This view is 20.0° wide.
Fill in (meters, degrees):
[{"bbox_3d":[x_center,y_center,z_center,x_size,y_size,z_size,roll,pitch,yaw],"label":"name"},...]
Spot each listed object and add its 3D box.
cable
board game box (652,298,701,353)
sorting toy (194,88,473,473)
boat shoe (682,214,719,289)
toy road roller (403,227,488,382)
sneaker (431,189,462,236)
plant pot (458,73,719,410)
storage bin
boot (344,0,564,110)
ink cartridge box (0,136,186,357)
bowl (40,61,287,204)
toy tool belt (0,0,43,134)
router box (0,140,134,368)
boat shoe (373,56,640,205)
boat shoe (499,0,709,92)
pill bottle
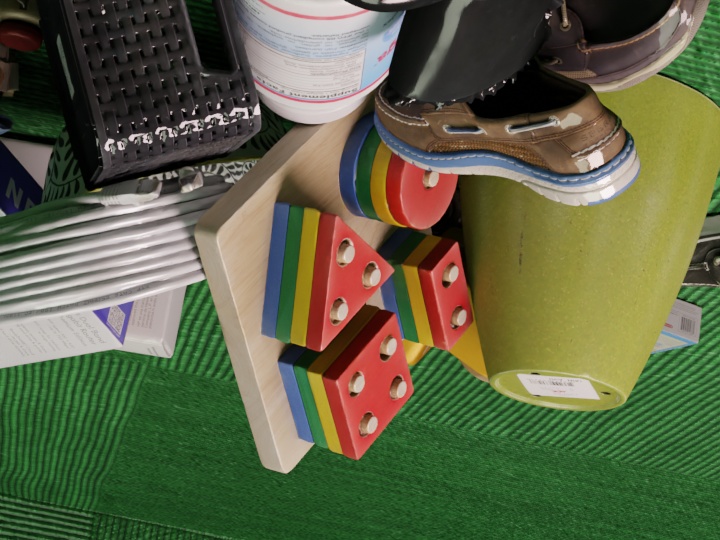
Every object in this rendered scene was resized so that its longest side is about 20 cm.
[{"bbox_3d":[-0.167,-0.012,1.284,0.200,0.069,0.200,-14,-178,14],"label":"cable"},{"bbox_3d":[0.176,0.031,1.771,0.200,0.034,0.134,19,160,-28],"label":"board game box"},{"bbox_3d":[0.000,0.000,1.297,0.070,0.200,0.199,14,135,32],"label":"sorting toy"},{"bbox_3d":[0.296,-0.005,1.549,0.071,0.064,0.200,21,159,-32],"label":"boat shoe"},{"bbox_3d":[0.035,0.035,1.512,0.200,0.146,0.123,35,-162,6],"label":"toy road roller"},{"bbox_3d":[0.103,-0.022,1.594,0.200,0.071,0.076,12,179,16],"label":"sneaker"},{"bbox_3d":[0.144,-0.013,1.382,0.187,0.200,0.187,9,162,3],"label":"plant pot"},{"bbox_3d":[-0.129,-0.128,1.185,0.094,0.135,0.200,-15,-179,-12],"label":"storage bin"},{"bbox_3d":[0.043,-0.145,1.049,0.073,0.198,0.163,44,146,18],"label":"boot"},{"bbox_3d":[-0.240,-0.020,1.646,0.200,0.147,0.086,9,169,3],"label":"ink cartridge box"},{"bbox_3d":[-0.137,-0.089,1.429,0.200,0.094,0.201,-12,170,-2],"label":"bowl"},{"bbox_3d":[-0.286,-0.125,1.391,0.200,0.123,0.125,-6,157,39],"label":"toy tool belt"},{"bbox_3d":[-0.294,-0.006,1.501,0.179,0.049,0.200,-10,139,25],"label":"router box"},{"bbox_3d":[0.078,-0.099,1.189,0.200,0.072,0.072,17,140,44],"label":"boat shoe"},{"bbox_3d":[0.116,-0.146,1.198,0.073,0.075,0.200,23,157,-36],"label":"boat shoe"},{"bbox_3d":[-0.025,-0.159,1.174,0.109,0.109,0.200,10,163,0],"label":"pill bottle"}]
